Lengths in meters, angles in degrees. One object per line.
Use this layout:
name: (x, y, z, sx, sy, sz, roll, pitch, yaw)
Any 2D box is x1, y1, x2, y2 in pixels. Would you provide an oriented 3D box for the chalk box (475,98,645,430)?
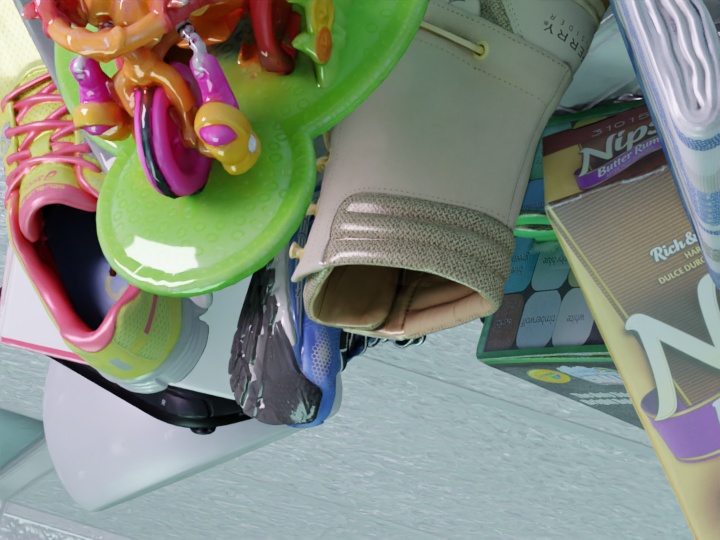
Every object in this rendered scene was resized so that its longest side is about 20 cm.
chalk box: (0.140, -0.001, 1.324, 0.199, 0.124, 0.124, 24, 166, -29)

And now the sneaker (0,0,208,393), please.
sneaker: (-0.128, -0.045, 1.323, 0.078, 0.201, 0.090, -26, 168, 16)

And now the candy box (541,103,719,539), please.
candy box: (0.160, 0.020, 1.179, 0.116, 0.057, 0.200, -19, 120, 14)

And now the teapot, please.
teapot: (-0.115, 0.050, 1.793, 0.199, 0.147, 0.197, -25, 175, 25)

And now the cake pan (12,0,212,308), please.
cake pan: (-0.097, -0.080, 1.199, 0.037, 0.201, 0.200, -29, 164, -9)

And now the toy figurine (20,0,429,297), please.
toy figurine: (-0.078, -0.122, 0.983, 0.149, 0.201, 0.184, -4, 147, 23)

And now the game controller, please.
game controller: (-0.107, 0.037, 1.553, 0.104, 0.042, 0.200, -2, -161, -40)

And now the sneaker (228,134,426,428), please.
sneaker: (0.000, 0.000, 1.253, 0.089, 0.200, 0.079, 18, 125, 0)

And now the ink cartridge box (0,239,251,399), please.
ink cartridge box: (-0.076, -0.005, 1.474, 0.144, 0.085, 0.200, 13, -168, 12)

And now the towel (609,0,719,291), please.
towel: (0.104, -0.081, 1.017, 0.024, 0.147, 0.200, -19, 161, 5)

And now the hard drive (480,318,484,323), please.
hard drive: (0.119, 0.004, 1.562, 0.139, 0.033, 0.200, 12, 167, 13)

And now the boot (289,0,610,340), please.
boot: (-0.004, -0.053, 1.180, 0.199, 0.156, 0.073, 3, 157, 38)
